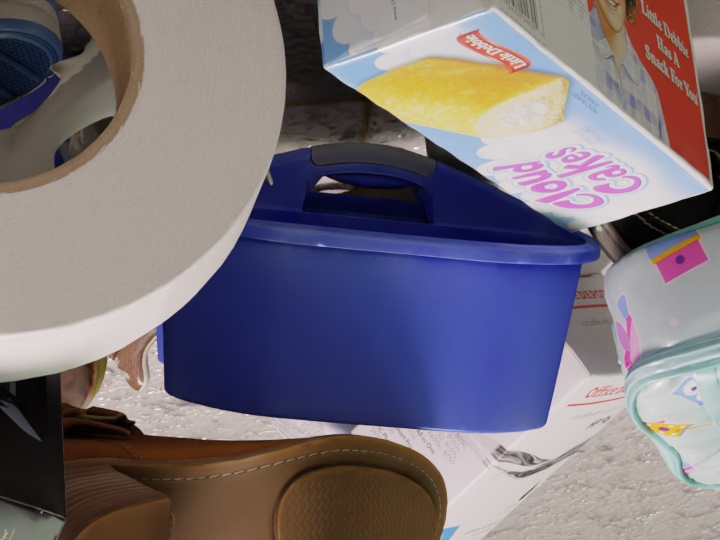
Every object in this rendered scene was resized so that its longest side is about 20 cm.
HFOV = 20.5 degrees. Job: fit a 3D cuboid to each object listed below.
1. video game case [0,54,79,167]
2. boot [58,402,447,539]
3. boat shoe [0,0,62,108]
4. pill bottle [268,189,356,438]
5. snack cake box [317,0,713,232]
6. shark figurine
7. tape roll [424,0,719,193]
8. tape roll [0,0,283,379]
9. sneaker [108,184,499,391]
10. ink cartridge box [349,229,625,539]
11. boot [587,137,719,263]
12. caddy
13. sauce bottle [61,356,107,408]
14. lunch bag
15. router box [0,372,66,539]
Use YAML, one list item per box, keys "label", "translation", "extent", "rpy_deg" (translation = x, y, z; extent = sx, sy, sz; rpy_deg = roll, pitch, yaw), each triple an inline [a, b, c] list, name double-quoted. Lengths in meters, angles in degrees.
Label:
- label: "video game case"
  translation: [-0.193, -0.032, 0.937]
  extent: [0.198, 0.046, 0.182]
  rpy_deg: [-7, 159, 3]
- label: "boot"
  translation: [-0.079, 0.088, 0.771]
  extent: [0.199, 0.078, 0.155]
  rpy_deg: [-8, -165, -39]
- label: "boat shoe"
  translation: [-0.202, -0.079, 0.765]
  extent: [0.198, 0.073, 0.072]
  rpy_deg: [-19, 154, 17]
- label: "pill bottle"
  translation: [-0.006, 0.043, 1.097]
  extent: [0.112, 0.114, 0.200]
  rpy_deg: [-7, 160, 1]
- label: "snack cake box"
  translation: [0.059, -0.101, 0.729]
  extent: [0.067, 0.116, 0.200]
  rpy_deg: [-17, 157, 26]
- label: "shark figurine"
  translation: [-0.074, -0.052, 0.731]
  extent: [0.128, 0.089, 0.215]
  rpy_deg: [-46, -177, 12]
- label: "tape roll"
  translation: [0.126, -0.076, 0.930]
  extent: [0.201, 0.037, 0.203]
  rpy_deg: [-7, 160, -2]
- label: "tape roll"
  translation: [-0.124, -0.063, 0.627]
  extent: [0.201, 0.205, 0.037]
  rpy_deg: [-1, 155, -16]
- label: "sneaker"
  translation: [-0.025, 0.007, 0.929]
  extent: [0.198, 0.076, 0.070]
  rpy_deg: [-9, 175, -5]
- label: "ink cartridge box"
  translation: [0.080, 0.063, 1.015]
  extent: [0.200, 0.068, 0.116]
  rpy_deg: [-46, 160, 22]
- label: "boot"
  translation: [0.197, -0.046, 0.888]
  extent: [0.153, 0.074, 0.203]
  rpy_deg: [-26, 153, 32]
- label: "caddy"
  translation: [0.000, 0.000, 0.827]
  extent: [0.198, 0.106, 0.141]
  rpy_deg: [5, -173, -10]
- label: "sauce bottle"
  translation: [-0.154, 0.045, 0.968]
  extent: [0.065, 0.067, 0.200]
  rpy_deg: [-5, 179, -3]
- label: "lunch bag"
  translation: [0.192, 0.037, 0.882]
  extent: [0.159, 0.078, 0.200]
  rpy_deg: [-19, 154, 13]
- label: "router box"
  translation: [-0.180, 0.022, 0.659]
  extent: [0.156, 0.200, 0.053]
  rpy_deg: [22, 112, -19]
